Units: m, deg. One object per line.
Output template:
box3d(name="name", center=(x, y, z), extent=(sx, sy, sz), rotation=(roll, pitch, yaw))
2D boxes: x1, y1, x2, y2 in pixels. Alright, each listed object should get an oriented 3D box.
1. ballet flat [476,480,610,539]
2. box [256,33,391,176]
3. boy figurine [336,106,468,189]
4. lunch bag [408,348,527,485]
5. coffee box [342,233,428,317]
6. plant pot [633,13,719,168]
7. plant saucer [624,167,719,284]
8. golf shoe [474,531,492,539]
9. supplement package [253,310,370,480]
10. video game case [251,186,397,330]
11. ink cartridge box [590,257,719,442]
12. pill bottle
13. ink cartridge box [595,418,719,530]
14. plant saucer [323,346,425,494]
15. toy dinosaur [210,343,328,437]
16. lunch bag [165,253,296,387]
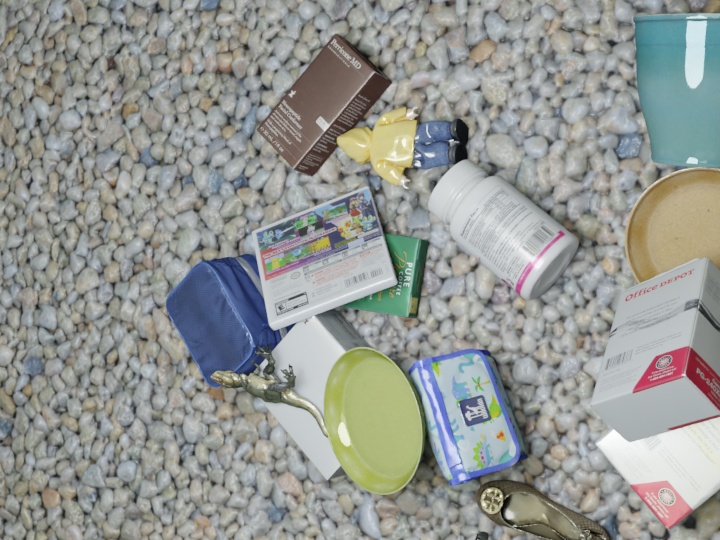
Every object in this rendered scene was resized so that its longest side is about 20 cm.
box3d(name="ballet flat", center=(0.252, 0.347, 1.426), extent=(0.199, 0.046, 0.068), rotation=(21, 94, 24))
box3d(name="box", center=(-0.057, -0.256, 1.598), extent=(0.100, 0.075, 0.200), rotation=(46, 102, 20))
box3d(name="boy figurine", center=(0.059, -0.184, 1.545), extent=(0.199, 0.064, 0.125), rotation=(-1, 86, 25))
box3d(name="lunch bag", center=(0.140, 0.201, 1.404), extent=(0.127, 0.200, 0.171), rotation=(-24, 76, 20))
box3d(name="coffee box", center=(0.000, 0.000, 1.566), extent=(0.199, 0.044, 0.124), rotation=(7, 87, 25))
box3d(name="plant pot", center=(0.446, -0.230, 1.315), extent=(0.199, 0.200, 0.190), rotation=(7, 103, 24))
box3d(name="plant saucer", center=(0.453, -0.039, 1.353), extent=(0.199, 0.035, 0.202), rotation=(6, 105, 24))
box3d(name="golf shoe", center=(0.199, 0.467, 1.436), extent=(0.094, 0.078, 0.202), rotation=(-5, 86, 6))
box3d(name="supplement package", center=(-0.041, 0.184, 1.534), extent=(0.156, 0.111, 0.200), rotation=(-48, 69, 13))
box3d(name="video game case", center=(-0.058, -0.020, 1.533), extent=(0.199, 0.023, 0.183), rotation=(-21, 54, 8))
box3d(name="ink cartridge box", center=(0.386, 0.099, 1.284), extent=(0.083, 0.201, 0.145), rotation=(41, 139, -17))
box3d(name="pill bottle", center=(0.199, -0.061, 1.446), extent=(0.200, 0.113, 0.114), rotation=(42, 102, 21))
box3d(name="ink cartridge box", center=(0.433, 0.215, 1.336), extent=(0.200, 0.083, 0.145), rotation=(-44, 71, 15))
box3d(name="plant saucer", center=(0.023, 0.202, 1.393), extent=(0.199, 0.031, 0.202), rotation=(10, 103, 47))
box3d(name="toy dinosaur", center=(-0.124, 0.164, 1.482), extent=(0.199, 0.047, 0.089), rotation=(22, 126, 21))
box3d(name="lunch bag", center=(-0.199, 0.070, 1.605), extent=(0.136, 0.132, 0.201), rotation=(-41, 71, 32))
